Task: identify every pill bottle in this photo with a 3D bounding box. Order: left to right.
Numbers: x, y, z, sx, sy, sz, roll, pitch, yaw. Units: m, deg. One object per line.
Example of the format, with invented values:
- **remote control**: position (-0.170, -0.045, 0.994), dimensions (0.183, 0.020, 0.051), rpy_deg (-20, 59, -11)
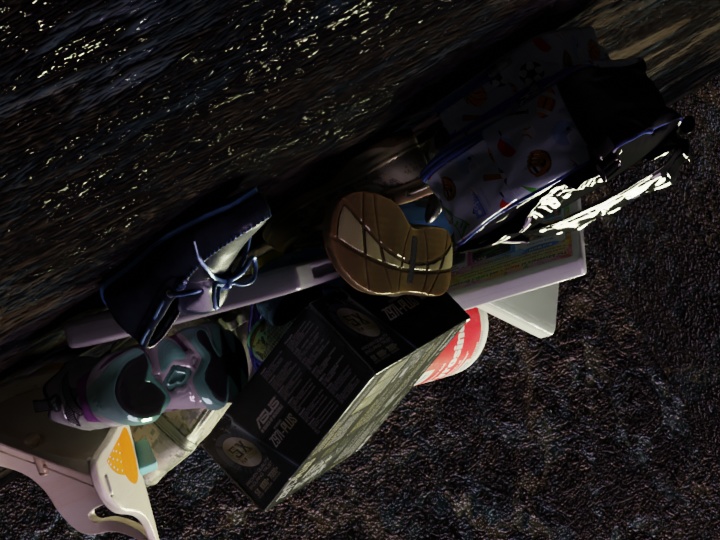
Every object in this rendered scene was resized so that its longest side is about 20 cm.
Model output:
- **pill bottle**: position (0.041, 0.063, 1.855), dimensions (0.112, 0.112, 0.200), rpy_deg (-32, 169, 27)

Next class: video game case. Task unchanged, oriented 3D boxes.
- **video game case**: position (-0.123, 0.022, 1.529), dimensions (0.200, 0.024, 0.182), rpy_deg (-15, -179, 14)
- **video game case**: position (0.113, -0.025, 1.727), dimensions (0.200, 0.024, 0.182), rpy_deg (-17, -149, 14)

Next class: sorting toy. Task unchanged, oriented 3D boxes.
- **sorting toy**: position (-0.247, 0.191, 1.683), dimensions (0.200, 0.180, 0.107), rpy_deg (13, -136, 40)

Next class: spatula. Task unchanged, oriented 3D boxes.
- **spatula**: position (0.087, -0.093, 1.596), dimensions (0.057, 0.021, 0.200), rpy_deg (-64, 175, 37)

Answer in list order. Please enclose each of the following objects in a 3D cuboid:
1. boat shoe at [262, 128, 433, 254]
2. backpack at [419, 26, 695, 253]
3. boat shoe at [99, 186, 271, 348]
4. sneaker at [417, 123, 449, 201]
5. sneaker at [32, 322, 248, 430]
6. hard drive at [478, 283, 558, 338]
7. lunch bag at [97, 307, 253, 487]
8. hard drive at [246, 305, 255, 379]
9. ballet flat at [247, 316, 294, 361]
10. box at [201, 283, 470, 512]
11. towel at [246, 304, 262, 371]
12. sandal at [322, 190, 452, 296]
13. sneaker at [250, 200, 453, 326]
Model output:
- **boat shoe**: position (-0.014, -0.053, 1.582), dimensions (0.073, 0.063, 0.200), rpy_deg (-28, 176, -42)
- **backpack**: position (0.141, -0.101, 1.471), dimensions (0.190, 0.154, 0.200), rpy_deg (-39, 166, 28)
- **boat shoe**: position (-0.118, 0.000, 1.365), dimensions (0.084, 0.069, 0.200), rpy_deg (-28, 177, -36)
- **sneaker**: position (0.047, -0.087, 1.708), dimensions (0.200, 0.075, 0.116), rpy_deg (-29, 164, -21)
- **sneaker**: position (-0.199, 0.094, 1.576), dimensions (0.140, 0.078, 0.200), rpy_deg (-9, 178, 33)
- **hard drive**: position (0.130, -0.025, 1.895), dimensions (0.200, 0.132, 0.026), rpy_deg (25, 151, -35)
- **lunch bag**: position (-0.183, 0.102, 1.810), dimensions (0.168, 0.139, 0.200), rpy_deg (-41, 179, 5)
- **hard drive**: position (-0.112, 0.105, 1.929), dimensions (0.140, 0.200, 0.038), rpy_deg (-58, 142, -17)
- **ballet flat**: position (-0.024, 0.022, 1.742), dimensions (0.200, 0.074, 0.074), rpy_deg (-50, -174, -23)
- **box**: position (-0.022, 0.097, 1.613), dimensions (0.164, 0.086, 0.200), rpy_deg (-28, 160, -53)
- **towel**: position (-0.041, 0.007, 1.835), dimensions (0.200, 0.050, 0.148), rpy_deg (-33, 143, -47)
- **sandal**: position (0.016, -0.017, 1.533), dimensions (0.054, 0.080, 0.200), rpy_deg (7, 175, 29)
- **sneaker**: position (0.000, 0.000, 1.667), dimensions (0.200, 0.078, 0.066), rpy_deg (-20, 135, -4)
